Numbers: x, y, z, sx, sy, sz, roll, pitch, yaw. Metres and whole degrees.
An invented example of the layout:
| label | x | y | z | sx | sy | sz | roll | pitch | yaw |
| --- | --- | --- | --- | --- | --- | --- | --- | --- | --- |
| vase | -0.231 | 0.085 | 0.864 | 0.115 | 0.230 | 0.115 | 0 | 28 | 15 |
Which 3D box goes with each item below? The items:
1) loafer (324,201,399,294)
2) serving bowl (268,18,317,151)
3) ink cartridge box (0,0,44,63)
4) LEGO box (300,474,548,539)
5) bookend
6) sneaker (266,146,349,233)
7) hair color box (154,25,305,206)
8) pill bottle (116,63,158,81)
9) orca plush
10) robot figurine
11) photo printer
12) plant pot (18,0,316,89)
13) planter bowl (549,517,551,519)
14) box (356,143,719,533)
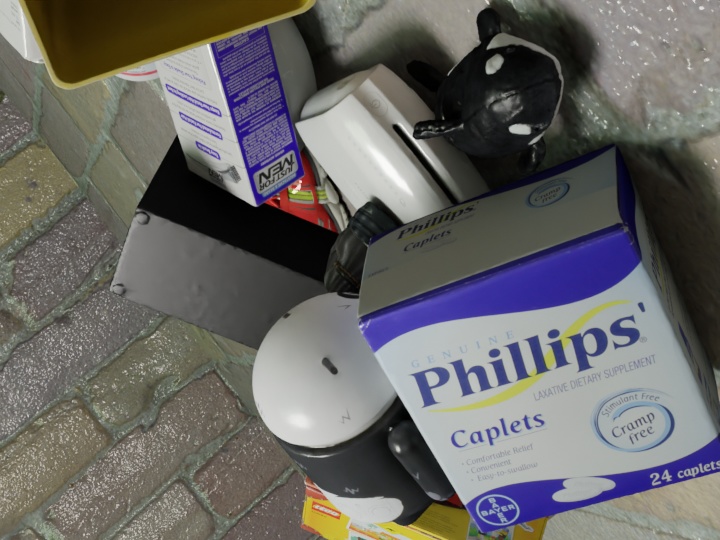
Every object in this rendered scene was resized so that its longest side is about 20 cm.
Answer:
| label | x | y | z | sx | sy | sz | roll | pitch | yaw |
| --- | --- | --- | --- | --- | --- | --- | --- | --- | --- |
| loafer | 0.000 | 0.000 | 0.913 | 0.073 | 0.072 | 0.200 | 43 | 175 | 10 |
| serving bowl | -0.102 | -0.194 | 1.025 | 0.200 | 0.065 | 0.202 | 41 | 150 | 30 |
| ink cartridge box | -0.238 | -0.294 | 0.940 | 0.084 | 0.145 | 0.202 | 41 | 138 | 40 |
| LEGO box | 0.051 | 0.209 | 0.978 | 0.198 | 0.078 | 0.149 | 21 | 154 | 5 |
| bookend | -0.110 | -0.030 | 1.058 | 0.196 | 0.093 | 0.201 | 22 | -151 | -8 |
| sneaker | -0.077 | -0.086 | 1.187 | 0.077 | 0.085 | 0.201 | 26 | 151 | 54 |
| hair color box | -0.120 | -0.166 | 0.943 | 0.109 | 0.064 | 0.202 | 29 | 142 | 42 |
| pill bottle | -0.238 | -0.293 | 1.130 | 0.109 | 0.108 | 0.201 | 44 | 162 | 22 |
| orca plush | 0.061 | -0.114 | 0.733 | 0.200 | 0.070 | 0.107 | -132 | 27 | -63 |
| robot figurine | 0.004 | 0.104 | 0.826 | 0.148 | 0.126 | 0.201 | -8 | 137 | 27 |
| photo printer | 0.029 | -0.080 | 0.882 | 0.167 | 0.069 | 0.200 | 50 | 174 | -12 |
| plant pot | -0.161 | -0.283 | 0.782 | 0.201 | 0.197 | 0.177 | 78 | 171 | -48 |
| planter bowl | 0.122 | 0.213 | 1.209 | 0.200 | 0.134 | 0.201 | 45 | 164 | 17 |
| box | 0.121 | 0.051 | 0.737 | 0.201 | 0.182 | 0.105 | 59 | -156 | -26 |
